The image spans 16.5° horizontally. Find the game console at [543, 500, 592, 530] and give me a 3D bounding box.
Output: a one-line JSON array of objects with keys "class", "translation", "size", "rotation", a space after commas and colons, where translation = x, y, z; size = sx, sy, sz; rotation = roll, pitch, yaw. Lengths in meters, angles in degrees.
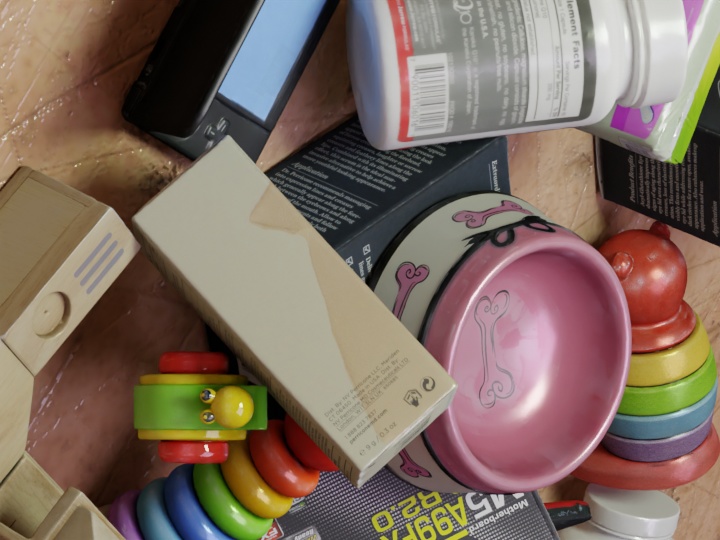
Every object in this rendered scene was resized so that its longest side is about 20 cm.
[{"class": "game console", "translation": [0.065, 0.248, 1.827], "size": [0.200, 0.172, 0.119], "rotation": [1, 71, -50]}]

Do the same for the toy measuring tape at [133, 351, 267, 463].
[{"class": "toy measuring tape", "translation": [-0.114, 0.083, 1.502], "size": [0.074, 0.200, 0.074], "rotation": [1, 87, -22]}]

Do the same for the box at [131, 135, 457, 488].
[{"class": "box", "translation": [-0.040, 0.026, 1.452], "size": [0.078, 0.200, 0.095], "rotation": [-41, 174, -8]}]

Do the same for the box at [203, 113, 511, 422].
[{"class": "box", "translation": [0.000, 0.000, 1.625], "size": [0.200, 0.107, 0.149], "rotation": [-34, 133, -33]}]

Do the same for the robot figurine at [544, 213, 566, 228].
[{"class": "robot figurine", "translation": [0.077, 0.056, 1.768], "size": [0.200, 0.058, 0.145], "rotation": [-51, 165, -18]}]

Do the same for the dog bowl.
[{"class": "dog bowl", "translation": [0.092, 0.053, 1.584], "size": [0.200, 0.074, 0.200], "rotation": [-11, 107, -38]}]

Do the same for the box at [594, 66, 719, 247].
[{"class": "box", "translation": [0.295, -0.097, 1.844], "size": [0.148, 0.200, 0.104], "rotation": [-34, 133, -33]}]

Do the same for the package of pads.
[{"class": "package of pads", "translation": [0.178, -0.191, 1.692], "size": [0.068, 0.154, 0.200], "rotation": [11, 100, -63]}]

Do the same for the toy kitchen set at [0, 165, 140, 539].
[{"class": "toy kitchen set", "translation": [-0.156, 0.088, 1.444], "size": [0.180, 0.163, 0.200], "rotation": [-52, 141, -16]}]

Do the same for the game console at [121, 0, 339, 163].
[{"class": "game console", "translation": [-0.045, -0.153, 1.481], "size": [0.176, 0.116, 0.200], "rotation": [32, 85, -52]}]

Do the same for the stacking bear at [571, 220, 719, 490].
[{"class": "stacking bear", "translation": [0.218, 0.060, 1.921], "size": [0.121, 0.114, 0.200], "rotation": [-33, 128, -35]}]

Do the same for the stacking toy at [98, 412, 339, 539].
[{"class": "stacking toy", "translation": [-0.077, 0.138, 1.552], "size": [0.200, 0.085, 0.085], "rotation": [-36, 148, 21]}]

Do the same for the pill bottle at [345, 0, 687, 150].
[{"class": "pill bottle", "translation": [0.098, -0.144, 1.584], "size": [0.200, 0.114, 0.114], "rotation": [-8, 121, -10]}]

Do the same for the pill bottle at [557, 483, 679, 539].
[{"class": "pill bottle", "translation": [0.198, 0.275, 2.005], "size": [0.112, 0.112, 0.200], "rotation": [-7, 115, -48]}]

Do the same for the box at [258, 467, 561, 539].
[{"class": "box", "translation": [0.020, 0.170, 1.681], "size": [0.200, 0.044, 0.160], "rotation": [-26, 110, -2]}]
